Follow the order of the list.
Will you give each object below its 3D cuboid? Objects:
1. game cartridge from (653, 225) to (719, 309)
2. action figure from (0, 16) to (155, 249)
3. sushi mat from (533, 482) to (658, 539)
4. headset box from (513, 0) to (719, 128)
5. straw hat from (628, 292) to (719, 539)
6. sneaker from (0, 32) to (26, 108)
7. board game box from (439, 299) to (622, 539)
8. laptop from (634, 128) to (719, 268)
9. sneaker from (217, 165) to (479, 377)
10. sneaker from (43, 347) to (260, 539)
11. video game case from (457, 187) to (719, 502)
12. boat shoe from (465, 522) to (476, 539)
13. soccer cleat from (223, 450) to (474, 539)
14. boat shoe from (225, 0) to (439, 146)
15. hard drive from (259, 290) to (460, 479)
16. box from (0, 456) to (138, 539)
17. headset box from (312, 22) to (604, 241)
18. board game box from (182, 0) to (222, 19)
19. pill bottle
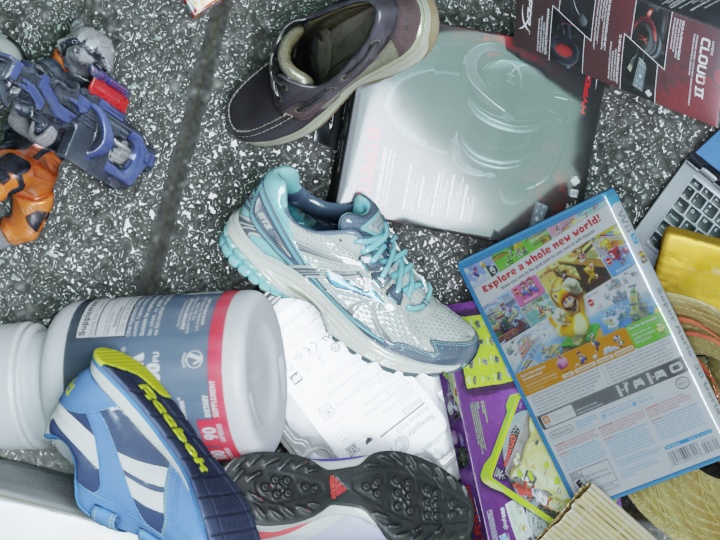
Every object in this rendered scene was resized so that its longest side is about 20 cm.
[{"bbox_3d":[0.281,0.084,1.736,0.175,0.032,0.201,14,108,1],"label":"game cartridge"},{"bbox_3d":[-0.242,-0.098,1.663,0.104,0.200,0.194,31,80,31],"label":"action figure"},{"bbox_3d":[0.186,0.232,1.722,0.096,0.012,0.200,-48,130,1],"label":"sushi mat"},{"bbox_3d":[0.229,-0.178,1.648,0.148,0.200,0.075,-28,132,-42],"label":"headset box"},{"bbox_3d":[0.262,0.096,1.678,0.085,0.201,0.202,-27,95,-39],"label":"straw hat"},{"bbox_3d":[-0.334,-0.129,1.660,0.199,0.115,0.076,-9,93,-5],"label":"sneaker"},{"bbox_3d":[0.123,0.117,1.720,0.120,0.032,0.201,-7,81,-24],"label":"board game box"},{"bbox_3d":[0.309,-0.010,1.726,0.187,0.116,0.200,38,80,-5],"label":"laptop"},{"bbox_3d":[0.000,0.000,1.651,0.199,0.078,0.087,30,118,1],"label":"sneaker"},{"bbox_3d":[-0.136,0.148,1.565,0.082,0.074,0.200,-41,69,12],"label":"sneaker"},{"bbox_3d":[0.165,0.058,1.663,0.143,0.018,0.201,-26,90,40],"label":"video game case"},{"bbox_3d":[0.047,0.209,1.715,0.201,0.063,0.074,-16,137,-20],"label":"boat shoe"},{"bbox_3d":[-0.017,0.165,1.656,0.199,0.073,0.069,6,68,-26],"label":"soccer cleat"},{"bbox_3d":[-0.033,-0.147,1.662,0.065,0.200,0.072,10,65,-44],"label":"boat shoe"},{"bbox_3d":[-0.003,0.086,1.741,0.140,0.038,0.200,-37,96,-3],"label":"hard drive"},{"bbox_3d":[-0.217,0.250,1.658,0.199,0.171,0.200,14,91,-6],"label":"box"},{"bbox_3d":[0.066,-0.102,1.721,0.199,0.077,0.150,10,91,-7],"label":"headset box"},{"bbox_3d":[-0.076,-0.299,1.713,0.200,0.046,0.152,-32,95,-4],"label":"board game box"},{"bbox_3d":[-0.161,0.078,1.669,0.199,0.120,0.120,-4,93,14],"label":"pill bottle"}]
